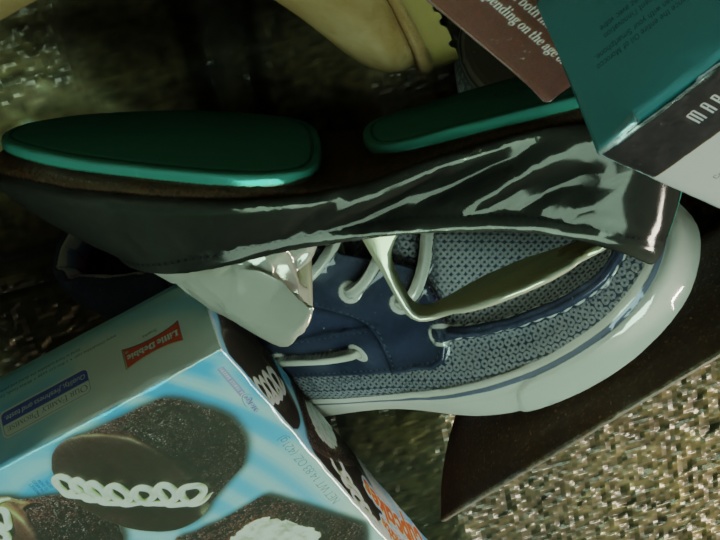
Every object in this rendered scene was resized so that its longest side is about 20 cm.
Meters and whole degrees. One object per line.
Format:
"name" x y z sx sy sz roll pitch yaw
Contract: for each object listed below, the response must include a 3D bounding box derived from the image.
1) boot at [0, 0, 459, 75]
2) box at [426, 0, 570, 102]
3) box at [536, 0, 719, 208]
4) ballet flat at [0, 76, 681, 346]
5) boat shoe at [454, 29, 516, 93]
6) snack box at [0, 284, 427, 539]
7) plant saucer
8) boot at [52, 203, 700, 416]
"boot" -0.093 -0.084 0.818 0.199 0.066 0.175 -26 128 10
"box" 0.090 -0.140 0.730 0.200 0.075 0.100 -32 141 20
"box" 0.139 -0.047 0.778 0.082 0.049 0.200 -36 147 25
"ballet flat" -0.004 -0.015 0.837 0.199 0.068 0.069 -5 107 5
"boat shoe" 0.127 -0.064 0.922 0.200 0.070 0.072 -7 151 -5
"snack box" -0.052 0.092 0.939 0.116 0.037 0.200 -28 137 10
"plant saucer" 0.104 0.017 0.967 0.200 0.037 0.200 -31 175 -3
"boot" 0.000 0.000 0.902 0.199 0.073 0.090 -15 145 37
